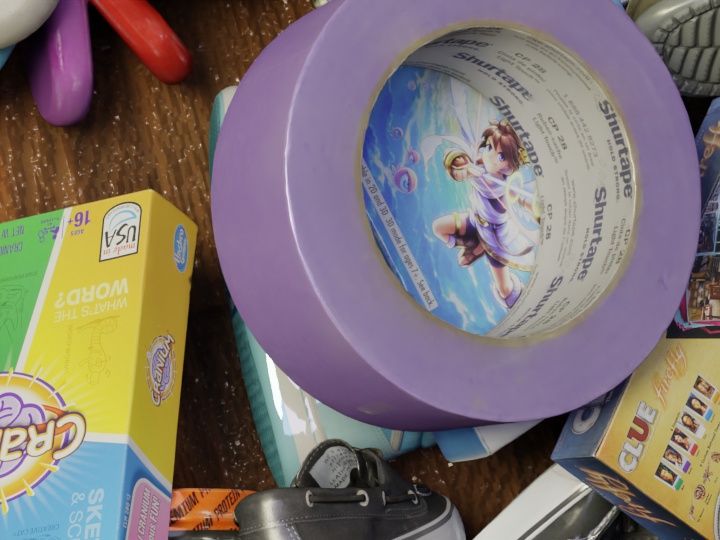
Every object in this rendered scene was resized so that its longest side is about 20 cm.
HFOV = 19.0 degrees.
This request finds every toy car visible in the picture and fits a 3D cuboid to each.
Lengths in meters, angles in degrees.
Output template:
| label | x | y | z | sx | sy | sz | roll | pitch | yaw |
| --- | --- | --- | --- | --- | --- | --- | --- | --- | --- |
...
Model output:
| label | x | y | z | sx | sy | sz | roll | pitch | yaw |
| --- | --- | --- | --- | --- | --- | --- | --- | --- | --- |
| toy car | -0.143 | -0.145 | 1.031 | 0.199 | 0.175 | 0.150 | -20 | 119 | -13 |

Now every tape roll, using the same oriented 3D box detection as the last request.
| label | x | y | z | sx | sy | sz | roll | pitch | yaw |
| --- | --- | --- | --- | --- | --- | --- | --- | --- | --- |
| tape roll | 0.042 | -0.032 | 0.927 | 0.199 | 0.085 | 0.201 | 3 | 83 | -25 |

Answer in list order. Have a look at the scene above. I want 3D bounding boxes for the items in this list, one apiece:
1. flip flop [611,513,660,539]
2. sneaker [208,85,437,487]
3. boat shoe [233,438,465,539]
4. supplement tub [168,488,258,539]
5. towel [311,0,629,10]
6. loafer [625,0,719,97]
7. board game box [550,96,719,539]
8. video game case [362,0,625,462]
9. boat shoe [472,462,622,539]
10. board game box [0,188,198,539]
| label | x | y | z | sx | sy | sz | roll | pitch | yaw |
| --- | --- | --- | --- | --- | --- | --- | --- | --- | --- |
| flip flop | 0.152 | 0.123 | 1.061 | 0.081 | 0.058 | 0.201 | -3 | 80 | 27 |
| sneaker | 0.000 | 0.000 | 1.053 | 0.130 | 0.080 | 0.201 | -12 | 91 | -10 |
| boat shoe | -0.008 | 0.109 | 0.967 | 0.070 | 0.200 | 0.067 | -14 | 88 | 23 |
| supplement tub | -0.085 | 0.203 | 0.973 | 0.122 | 0.123 | 0.201 | 0 | 78 | -9 |
| towel | 0.066 | -0.169 | 1.075 | 0.192 | 0.035 | 0.200 | -31 | 102 | -2 |
| loafer | 0.202 | -0.146 | 1.052 | 0.199 | 0.075 | 0.070 | -22 | 51 | -25 |
| board game box | 0.183 | 0.035 | 0.994 | 0.135 | 0.035 | 0.200 | 37 | 67 | -22 |
| video game case | 0.073 | -0.041 | 1.016 | 0.181 | 0.045 | 0.201 | -31 | 97 | -29 |
| boat shoe | 0.090 | 0.140 | 1.015 | 0.199 | 0.074 | 0.068 | -42 | 77 | 3 |
| board game box | -0.154 | 0.073 | 0.964 | 0.153 | 0.040 | 0.201 | -12 | 60 | 25 |
